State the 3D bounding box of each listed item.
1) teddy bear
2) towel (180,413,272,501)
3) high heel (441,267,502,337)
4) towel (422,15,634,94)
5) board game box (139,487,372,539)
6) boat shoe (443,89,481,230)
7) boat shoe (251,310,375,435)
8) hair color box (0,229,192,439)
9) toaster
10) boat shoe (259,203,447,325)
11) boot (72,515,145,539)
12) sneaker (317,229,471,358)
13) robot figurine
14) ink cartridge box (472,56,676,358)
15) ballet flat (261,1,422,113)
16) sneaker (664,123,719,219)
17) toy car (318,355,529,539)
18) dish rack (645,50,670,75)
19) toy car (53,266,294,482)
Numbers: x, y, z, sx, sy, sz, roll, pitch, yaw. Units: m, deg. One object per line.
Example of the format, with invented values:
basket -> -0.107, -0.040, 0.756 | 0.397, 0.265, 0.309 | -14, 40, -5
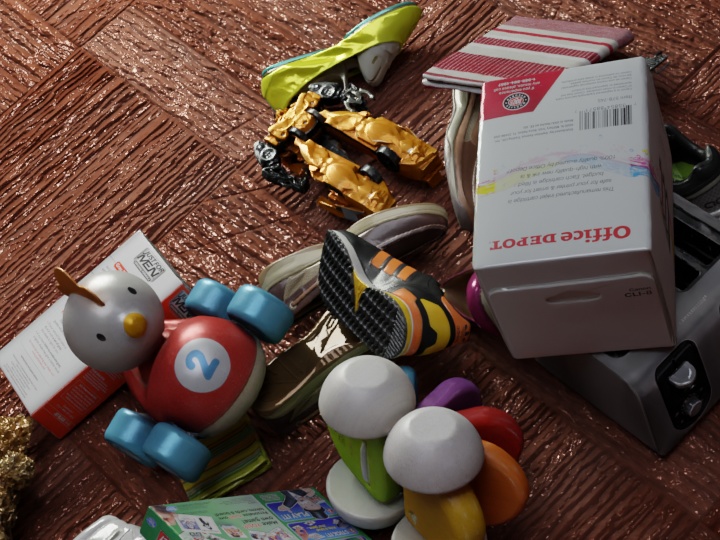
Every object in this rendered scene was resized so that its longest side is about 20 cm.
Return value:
teddy bear -> -0.365, 0.226, 1.486 | 0.145, 0.066, 0.201 | -28, 48, 54
towel -> -0.161, 0.139, 1.524 | 0.086, 0.018, 0.200 | -30, 50, -3
high heel -> 0.098, 0.026, 1.406 | 0.096, 0.200, 0.068 | 3, 85, 17
towel -> 0.173, -0.216, 1.587 | 0.143, 0.023, 0.200 | 13, 32, 34
board game box -> -0.071, 0.240, 1.315 | 0.134, 0.199, 0.029 | 38, 113, 36
boat shoe -> 0.128, -0.130, 1.573 | 0.071, 0.076, 0.201 | -4, 56, 16
boat shoe -> -0.012, 0.085, 1.471 | 0.200, 0.072, 0.072 | -38, 42, -9
hair color box -> -0.265, 0.064, 1.578 | 0.200, 0.061, 0.102 | -41, 51, -2
toaster -> 0.252, 0.031, 1.378 | 0.181, 0.119, 0.200 | -42, 52, -13
boat shoe -> 0.000, 0.000, 1.528 | 0.199, 0.072, 0.072 | -22, 66, 5
boot -> -0.257, 0.317, 1.408 | 0.095, 0.074, 0.200 | 15, 58, 43
sneaker -> 0.029, 0.023, 1.421 | 0.090, 0.070, 0.200 | 2, 24, -26
robot figurine -> -0.018, -0.121, 1.631 | 0.200, 0.058, 0.145 | 31, 71, 35
ink cartridge box -> 0.182, -0.048, 1.291 | 0.144, 0.145, 0.201 | -6, 53, 18
ballet flat -> -0.014, -0.225, 1.711 | 0.199, 0.067, 0.067 | -24, 72, 6
sneaker -> 0.269, -0.103, 1.482 | 0.199, 0.088, 0.074 | 18, 57, 34
toy car -> 0.061, 0.156, 1.336 | 0.150, 0.176, 0.200 | -32, 47, -27
dish rack -> 0.217, -0.156, 1.518 | 0.153, 0.055, 0.200 | -9, 18, 36
toy car -> -0.202, 0.063, 1.434 | 0.177, 0.200, 0.185 | 6, 62, 58
